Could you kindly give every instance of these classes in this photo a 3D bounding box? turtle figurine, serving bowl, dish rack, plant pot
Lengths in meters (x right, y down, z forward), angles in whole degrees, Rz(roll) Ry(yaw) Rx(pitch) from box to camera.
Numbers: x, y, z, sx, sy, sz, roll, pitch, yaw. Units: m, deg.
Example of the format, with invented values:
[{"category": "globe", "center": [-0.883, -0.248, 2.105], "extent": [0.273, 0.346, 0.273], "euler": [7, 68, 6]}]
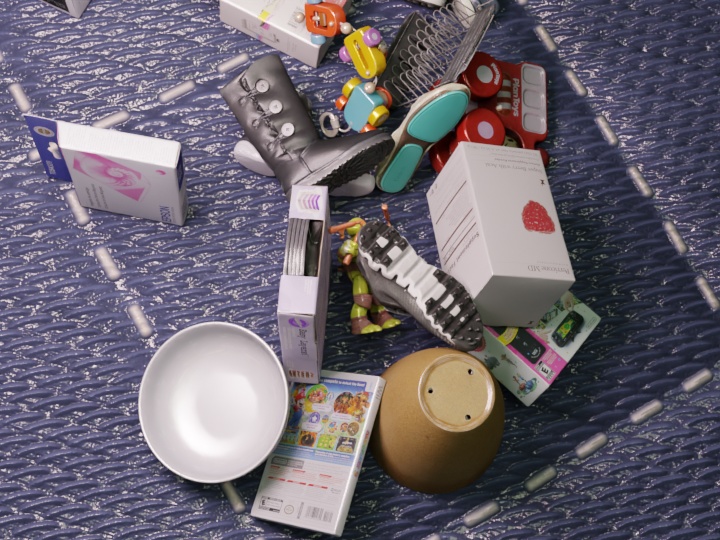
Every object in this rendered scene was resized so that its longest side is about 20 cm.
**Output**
[{"category": "turtle figurine", "center": [0.000, 0.000, 1.564], "extent": [0.064, 0.200, 0.163], "euler": [-9, 90, 21]}, {"category": "serving bowl", "center": [-0.178, 0.169, 1.522], "extent": [0.198, 0.066, 0.202], "euler": [-3, 78, 13]}, {"category": "dish rack", "center": [0.099, -0.300, 1.637], "extent": [0.054, 0.200, 0.154], "euler": [34, 71, -22]}, {"category": "plant pot", "center": [0.106, 0.171, 1.487], "extent": [0.185, 0.200, 0.188], "euler": [2, 73, -5]}]

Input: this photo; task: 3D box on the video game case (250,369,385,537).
[{"category": "video game case", "center": [-0.054, 0.224, 1.507], "extent": [0.142, 0.018, 0.201], "euler": [2, 68, 40]}]

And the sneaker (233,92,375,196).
[{"category": "sneaker", "center": [-0.066, -0.177, 1.641], "extent": [0.198, 0.076, 0.115], "euler": [16, 75, 3]}]

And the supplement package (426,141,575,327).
[{"category": "supplement package", "center": [0.174, -0.044, 1.518], "extent": [0.120, 0.120, 0.201], "euler": [4, 57, -22]}]

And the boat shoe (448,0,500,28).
[{"category": "boat shoe", "center": [0.140, -0.453, 1.742], "extent": [0.061, 0.075, 0.201], "euler": [-24, 78, -10]}]

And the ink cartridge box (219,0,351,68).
[{"category": "ink cartridge box", "center": [-0.123, -0.390, 1.706], "extent": [0.199, 0.068, 0.117], "euler": [27, 73, 2]}]

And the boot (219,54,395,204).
[{"category": "boot", "center": [-0.071, -0.202, 1.584], "extent": [0.164, 0.066, 0.201], "euler": [-30, 69, -7]}]

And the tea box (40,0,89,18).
[{"category": "tea box", "center": [-0.444, -0.500, 1.678], "extent": [0.199, 0.134, 0.198], "euler": [24, 72, 3]}]

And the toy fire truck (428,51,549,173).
[{"category": "toy fire truck", "center": [0.190, -0.204, 1.663], "extent": [0.167, 0.112, 0.202], "euler": [7, 73, -22]}]

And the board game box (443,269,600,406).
[{"category": "board game box", "center": [0.195, 0.055, 1.577], "extent": [0.200, 0.064, 0.148], "euler": [41, 53, 8]}]

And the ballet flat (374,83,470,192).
[{"category": "ballet flat", "center": [0.073, -0.190, 1.607], "extent": [0.067, 0.200, 0.063], "euler": [17, 40, -31]}]

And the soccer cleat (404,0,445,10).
[{"category": "soccer cleat", "center": [0.036, -0.435, 1.716], "extent": [0.199, 0.068, 0.074], "euler": [20, 99, 10]}]

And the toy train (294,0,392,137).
[{"category": "toy train", "center": [-0.014, -0.280, 1.628], "extent": [0.055, 0.150, 0.202], "euler": [-28, 121, -37]}]

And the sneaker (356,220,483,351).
[{"category": "sneaker", "center": [0.068, 0.029, 1.468], "extent": [0.200, 0.091, 0.066], "euler": [43, 63, 8]}]

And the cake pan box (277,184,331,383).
[{"category": "cake pan box", "center": [-0.067, 0.018, 1.501], "extent": [0.052, 0.200, 0.186], "euler": [2, 61, 1]}]

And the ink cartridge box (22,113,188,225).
[{"category": "ink cartridge box", "center": [-0.325, -0.125, 1.542], "extent": [0.198, 0.197, 0.044], "euler": [9, 71, -2]}]
